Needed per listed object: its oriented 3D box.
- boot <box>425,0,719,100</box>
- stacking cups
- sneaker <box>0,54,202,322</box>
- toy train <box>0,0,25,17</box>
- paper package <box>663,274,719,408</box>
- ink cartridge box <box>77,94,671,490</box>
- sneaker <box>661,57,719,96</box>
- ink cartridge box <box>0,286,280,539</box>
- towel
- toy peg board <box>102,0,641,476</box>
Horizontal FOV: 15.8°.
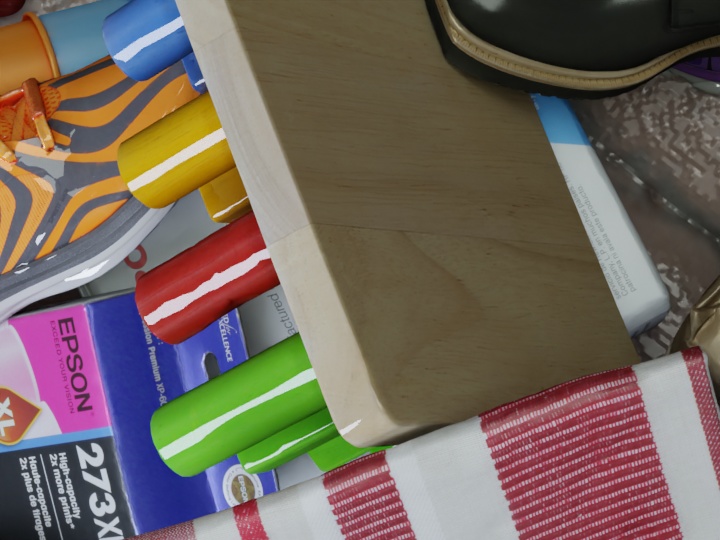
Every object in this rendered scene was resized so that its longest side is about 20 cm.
[{"bbox_3d":[0.132,-0.128,0.911,0.199,0.138,0.078,-11,72,-26],"label":"boot"},{"bbox_3d":[-0.102,-0.077,1.011,0.199,0.060,0.061,-18,84,-19],"label":"stacking cups"},{"bbox_3d":[-0.146,-0.039,0.938,0.200,0.078,0.112,-38,127,10],"label":"sneaker"},{"bbox_3d":[-0.201,-0.152,0.987,0.115,0.200,0.085,0,85,8],"label":"toy train"},{"bbox_3d":[0.208,0.058,0.943,0.191,0.200,0.103,44,88,6],"label":"paper package"},{"bbox_3d":[0.000,0.000,1.018,0.199,0.085,0.145,-27,83,-1],"label":"ink cartridge box"},{"bbox_3d":[0.112,-0.124,1.023,0.199,0.083,0.081,15,86,2],"label":"sneaker"},{"bbox_3d":[-0.121,0.062,0.986,0.199,0.037,0.095,-11,93,36],"label":"ink cartridge box"},{"bbox_3d":[0.026,0.102,0.826,0.199,0.144,0.023,-20,43,2],"label":"towel"},{"bbox_3d":[-0.014,-0.021,0.893,0.098,0.200,0.200,-29,74,26],"label":"toy peg board"}]
